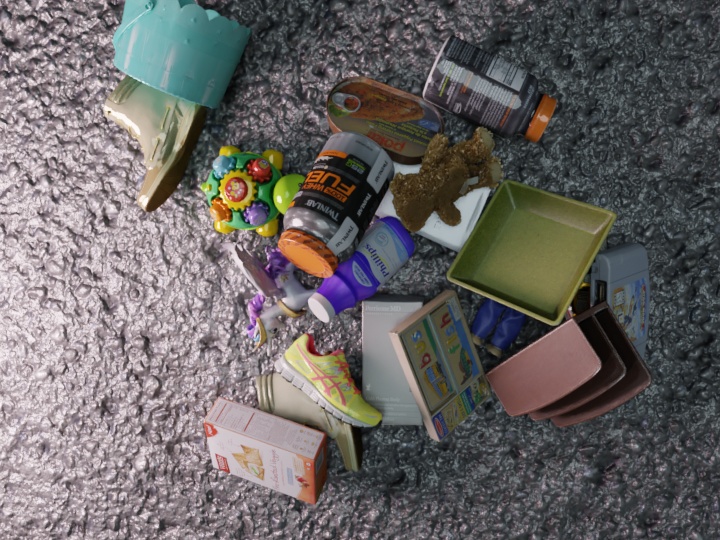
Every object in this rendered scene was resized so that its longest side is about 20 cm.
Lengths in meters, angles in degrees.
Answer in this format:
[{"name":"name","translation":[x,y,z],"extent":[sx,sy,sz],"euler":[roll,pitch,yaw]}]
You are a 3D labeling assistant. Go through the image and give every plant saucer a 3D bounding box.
[{"name":"plant saucer","translation":[0.264,-0.025,1.028],"extent":[0.197,0.048,0.202],"euler":[24,74,35]}]

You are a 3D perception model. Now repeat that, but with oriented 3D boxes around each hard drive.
[{"name":"hard drive","translation":[0.106,-0.130,1.101],"extent":[0.197,0.025,0.134],"euler":[24,96,4]}]

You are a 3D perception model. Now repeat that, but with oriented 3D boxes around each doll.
[{"name":"doll","translation":[0.246,0.035,1.087],"extent":[0.135,0.048,0.203],"euler":[30,97,5]}]

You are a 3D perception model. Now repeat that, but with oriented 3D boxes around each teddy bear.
[{"name":"teddy bear","translation":[0.135,-0.143,1.042],"extent":[0.200,0.067,0.145],"euler":[-44,126,3]}]

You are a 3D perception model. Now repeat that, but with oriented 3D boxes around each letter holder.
[{"name":"letter holder","translation":[0.310,0.164,0.998],"extent":[0.200,0.099,0.144],"euler":[-45,68,45]}]

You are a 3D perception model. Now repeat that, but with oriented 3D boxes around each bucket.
[{"name":"bucket","translation":[-0.283,-0.356,1.041],"extent":[0.204,0.207,0.137],"euler":[26,105,3]}]

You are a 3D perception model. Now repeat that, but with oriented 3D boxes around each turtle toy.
[{"name":"turtle toy","translation":[-0.170,-0.129,1.092],"extent":[0.195,0.101,0.149],"euler":[5,95,6]}]

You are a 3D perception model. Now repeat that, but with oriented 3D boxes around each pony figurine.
[{"name":"pony figurine","translation":[-0.129,0.015,1.086],"extent":[0.198,0.166,0.196],"euler":[-31,102,-9]}]

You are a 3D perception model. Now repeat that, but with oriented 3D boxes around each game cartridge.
[{"name":"game cartridge","translation":[0.406,0.064,1.036],"extent":[0.131,0.041,0.205],"euler":[-12,105,-35]}]

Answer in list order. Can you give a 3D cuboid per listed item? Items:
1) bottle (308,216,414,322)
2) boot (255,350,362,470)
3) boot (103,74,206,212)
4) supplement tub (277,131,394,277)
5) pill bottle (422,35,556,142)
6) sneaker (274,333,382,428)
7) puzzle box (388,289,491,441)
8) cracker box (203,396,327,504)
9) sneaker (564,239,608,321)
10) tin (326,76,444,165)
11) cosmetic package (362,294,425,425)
[{"name":"bottle","translation":[0.000,0.000,1.056],"extent":[0.200,0.065,0.084],"euler":[-42,100,-27]},{"name":"boot","translation":[-0.086,0.256,1.127],"extent":[0.152,0.072,0.204],"euler":[-18,87,6]},{"name":"boot","translation":[-0.367,-0.218,1.120],"extent":[0.153,0.073,0.203],"euler":[27,95,3]},{"name":"supplement tub","translation":[-0.038,-0.099,1.010],"extent":[0.121,0.123,0.203],"euler":[26,68,3]},{"name":"pill bottle","translation":[0.205,-0.276,1.040],"extent":[0.197,0.106,0.108],"euler":[28,96,3]},{"name":"sneaker","translation":[-0.040,0.173,1.053],"extent":[0.198,0.078,0.091],"euler":[34,86,13]},{"name":"puzzle box","translation":[0.131,0.151,1.058],"extent":[0.132,0.025,0.203],"euler":[-33,111,-27]},{"name":"cracker box","translation":[-0.154,0.299,1.096],"extent":[0.196,0.058,0.136],"euler":[15,134,14]},{"name":"sneaker","translation":[0.362,-0.002,1.056],"extent":[0.076,0.082,0.205],"euler":[-1,93,7]},{"name":"tin","translation":[0.039,-0.241,1.074],"extent":[0.196,0.042,0.114],"euler":[22,66,3]},{"name":"cosmetic package","translation":[0.057,0.143,1.097],"extent":[0.104,0.090,0.205],"euler":[-1,97,9]}]
